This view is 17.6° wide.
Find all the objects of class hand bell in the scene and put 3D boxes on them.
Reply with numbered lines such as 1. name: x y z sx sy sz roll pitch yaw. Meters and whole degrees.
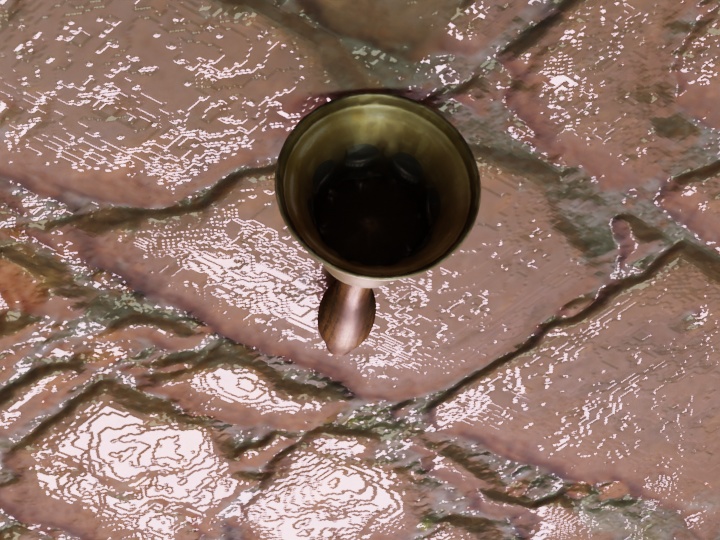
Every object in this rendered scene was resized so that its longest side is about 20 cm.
1. hand bell: 0.000 0.000 1.241 0.103 0.105 0.200 -4 155 -8
